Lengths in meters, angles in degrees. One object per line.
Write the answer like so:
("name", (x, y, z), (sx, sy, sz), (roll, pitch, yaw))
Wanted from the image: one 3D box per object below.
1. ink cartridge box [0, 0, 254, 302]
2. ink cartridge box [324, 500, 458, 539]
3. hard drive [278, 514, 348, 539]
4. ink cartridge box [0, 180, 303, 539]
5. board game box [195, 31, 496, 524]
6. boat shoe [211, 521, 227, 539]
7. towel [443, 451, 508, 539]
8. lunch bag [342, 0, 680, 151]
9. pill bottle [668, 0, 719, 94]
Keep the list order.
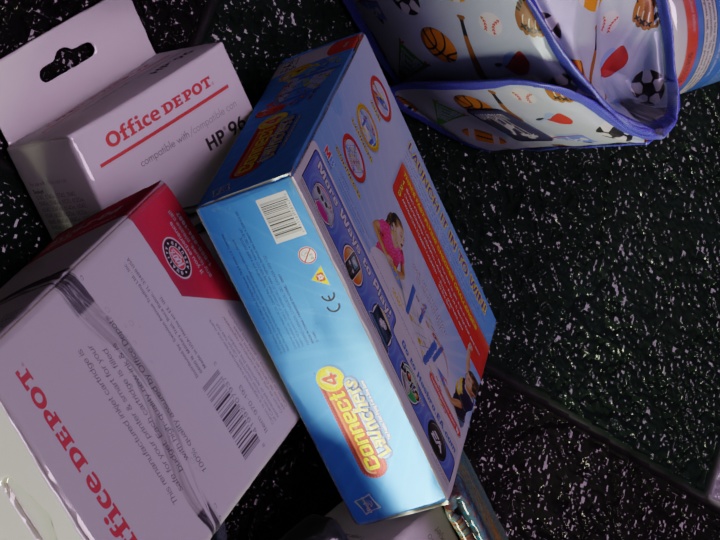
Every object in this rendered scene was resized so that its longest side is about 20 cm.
("ink cartridge box", (-0.109, -0.044, 1.144), (0.116, 0.068, 0.200), (-37, 111, -34))
("ink cartridge box", (-0.018, 0.236, 1.137), (0.200, 0.084, 0.145), (-37, 111, -30))
("hard drive", (-0.020, 0.244, 1.063), (0.140, 0.033, 0.200), (-39, 112, -29))
("ink cartridge box", (-0.127, 0.070, 1.014), (0.145, 0.083, 0.200), (59, 32, -13))
("board game box", (0.000, 0.000, 1.140), (0.200, 0.056, 0.196), (65, 21, -20))
("boat shoe", (-0.142, 0.092, 1.122), (0.091, 0.071, 0.201), (-37, 114, -39))
("towel", (0.065, 0.145, 1.213), (0.022, 0.200, 0.147), (-26, 110, 3))
("lunch bag", (0.083, -0.155, 1.230), (0.124, 0.170, 0.200), (-42, 114, -27))
("pill bottle", (0.231, -0.180, 1.381), (0.200, 0.112, 0.112), (-19, 100, -36))
